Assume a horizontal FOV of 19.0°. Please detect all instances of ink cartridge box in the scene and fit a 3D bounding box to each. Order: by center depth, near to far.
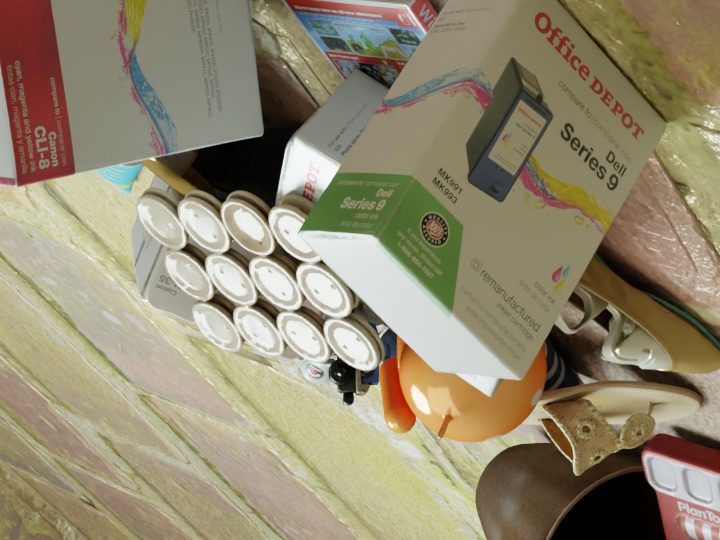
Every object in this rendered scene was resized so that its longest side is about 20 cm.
[{"bbox_3d":[0.078,-0.057,1.316,0.145,0.201,0.087,44,156,-29],"label":"ink cartridge box"},{"bbox_3d":[-0.189,-0.148,1.483,0.145,0.199,0.146,8,108,55],"label":"ink cartridge box"},{"bbox_3d":[0.044,-0.027,1.506,0.199,0.084,0.146,34,148,11],"label":"ink cartridge box"},{"bbox_3d":[-0.105,-0.013,1.765,0.145,0.083,0.200,22,-169,-13],"label":"ink cartridge box"}]

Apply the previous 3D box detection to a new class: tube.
[{"bbox_3d":[-0.228,-0.108,1.983,0.077,0.050,0.200,43,167,-7],"label":"tube"}]

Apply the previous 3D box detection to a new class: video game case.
[{"bbox_3d":[0.041,-0.123,1.482,0.142,0.017,0.200,14,151,49],"label":"video game case"}]

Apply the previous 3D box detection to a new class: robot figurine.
[{"bbox_3d":[0.083,0.058,1.656,0.142,0.200,0.118,-3,113,2],"label":"robot figurine"}]

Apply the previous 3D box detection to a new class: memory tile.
[{"bbox_3d":[-0.074,0.004,1.574,0.199,0.017,0.154,6,133,45],"label":"memory tile"}]

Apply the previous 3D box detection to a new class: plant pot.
[{"bbox_3d":[0.192,0.234,1.958,0.187,0.187,0.200,43,174,-29],"label":"plant pot"}]

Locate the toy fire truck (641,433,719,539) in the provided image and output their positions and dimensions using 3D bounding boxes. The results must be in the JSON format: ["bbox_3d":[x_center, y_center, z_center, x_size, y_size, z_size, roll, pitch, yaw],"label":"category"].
[{"bbox_3d":[0.330,0.226,1.791,0.199,0.112,0.169,16,137,41],"label":"toy fire truck"}]

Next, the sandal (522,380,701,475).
[{"bbox_3d":[0.167,0.131,1.735,0.210,0.070,0.078,4,154,12],"label":"sandal"}]

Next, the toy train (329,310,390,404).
[{"bbox_3d":[0.000,0.000,1.620,0.045,0.202,0.034,1,174,-3],"label":"toy train"}]

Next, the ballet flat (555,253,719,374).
[{"bbox_3d":[0.180,0.032,1.591,0.199,0.063,0.069,37,160,-10],"label":"ballet flat"}]

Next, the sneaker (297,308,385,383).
[{"bbox_3d":[-0.018,0.060,1.919,0.074,0.089,0.200,23,171,0],"label":"sneaker"}]

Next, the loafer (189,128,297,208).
[{"bbox_3d":[-0.046,-0.074,1.722,0.199,0.074,0.071,23,179,38],"label":"loafer"}]

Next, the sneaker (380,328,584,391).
[{"bbox_3d":[0.090,0.067,1.824,0.199,0.071,0.109,15,161,29],"label":"sneaker"}]

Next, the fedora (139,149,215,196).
[{"bbox_3d":[-0.170,-0.144,1.673,0.200,0.082,0.201,43,-176,-3],"label":"fedora"}]
